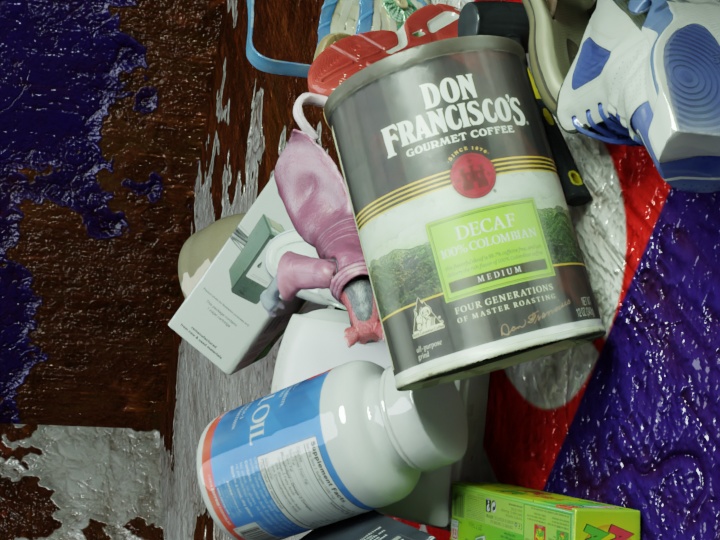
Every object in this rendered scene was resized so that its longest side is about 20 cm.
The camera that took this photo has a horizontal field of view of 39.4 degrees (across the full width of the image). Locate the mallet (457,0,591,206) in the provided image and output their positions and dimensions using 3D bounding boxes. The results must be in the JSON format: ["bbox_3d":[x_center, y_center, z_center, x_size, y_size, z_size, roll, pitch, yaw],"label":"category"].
[{"bbox_3d":[0.120,-0.131,0.753,0.041,0.065,0.202,113,155,-50],"label":"mallet"}]

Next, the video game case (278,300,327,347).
[{"bbox_3d":[-0.010,-0.013,1.073,0.183,0.023,0.200,-54,0,-29],"label":"video game case"}]

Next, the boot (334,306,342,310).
[{"bbox_3d":[0.032,0.081,0.988,0.163,0.072,0.200,126,140,-63],"label":"boot"}]

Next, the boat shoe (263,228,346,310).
[{"bbox_3d":[0.000,0.000,0.899,0.067,0.198,0.074,10,-90,-74],"label":"boat shoe"}]

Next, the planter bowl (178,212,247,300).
[{"bbox_3d":[-0.144,-0.002,1.454,0.134,0.199,0.202,-33,48,35],"label":"planter bowl"}]

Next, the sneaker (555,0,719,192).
[{"bbox_3d":[0.170,-0.102,0.576,0.116,0.080,0.201,107,167,-46],"label":"sneaker"}]

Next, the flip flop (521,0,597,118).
[{"bbox_3d":[0.144,-0.192,0.686,0.057,0.080,0.202,-33,55,49],"label":"flip flop"}]

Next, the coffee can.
[{"bbox_3d":[0.069,-0.034,0.682,0.146,0.145,0.202,140,117,-67],"label":"coffee can"}]

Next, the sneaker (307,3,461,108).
[{"bbox_3d":[0.032,-0.158,0.915,0.078,0.199,0.116,36,139,32],"label":"sneaker"}]

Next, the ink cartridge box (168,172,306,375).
[{"bbox_3d":[-0.088,-0.005,1.029,0.201,0.084,0.146,-54,-6,7],"label":"ink cartridge box"}]

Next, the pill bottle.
[{"bbox_3d":[-0.021,0.135,0.779,0.199,0.112,0.113,-24,53,26],"label":"pill bottle"}]

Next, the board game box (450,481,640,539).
[{"bbox_3d":[0.119,0.206,0.693,0.200,0.047,0.103,157,116,-72],"label":"board game box"}]

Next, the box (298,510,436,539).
[{"bbox_3d":[0.024,0.292,0.729,0.198,0.117,0.200,60,163,-3],"label":"box"}]

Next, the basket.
[{"bbox_3d":[-0.024,-0.258,1.042,0.140,0.198,0.178,116,153,-51],"label":"basket"}]

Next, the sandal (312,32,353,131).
[{"bbox_3d":[-0.004,-0.159,0.984,0.200,0.053,0.081,36,-112,-60],"label":"sandal"}]

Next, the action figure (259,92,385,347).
[{"bbox_3d":[0.001,-0.019,0.775,0.201,0.132,0.150,-108,32,-50],"label":"action figure"}]

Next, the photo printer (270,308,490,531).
[{"bbox_3d":[0.009,0.122,0.867,0.198,0.069,0.169,7,92,31],"label":"photo printer"}]
